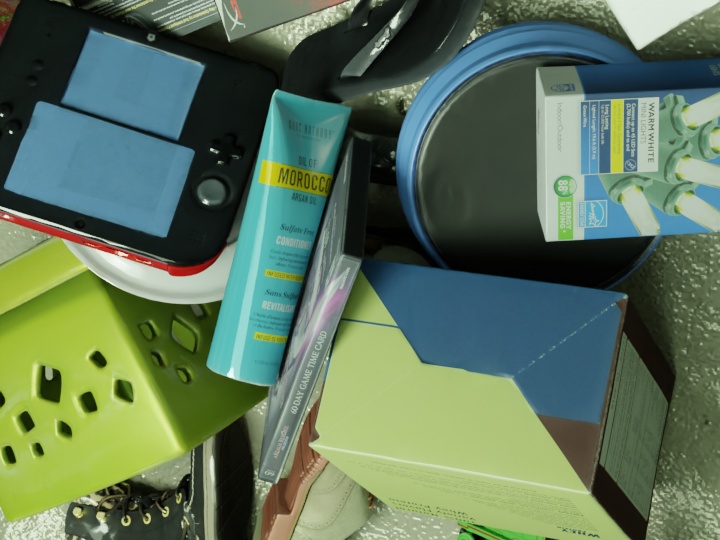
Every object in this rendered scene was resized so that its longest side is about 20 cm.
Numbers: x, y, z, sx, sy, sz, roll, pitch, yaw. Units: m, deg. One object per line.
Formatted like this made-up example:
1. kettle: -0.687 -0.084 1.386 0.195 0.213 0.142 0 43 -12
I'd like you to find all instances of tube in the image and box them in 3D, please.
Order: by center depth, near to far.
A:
1. tube: -0.058 -0.023 1.420 0.050 0.077 0.202 19 97 37

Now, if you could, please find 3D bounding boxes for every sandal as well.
1. sandal: 0.009 -0.159 1.403 0.043 0.077 0.199 30 143 -34

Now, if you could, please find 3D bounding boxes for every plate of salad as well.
1. plate of salad: -0.134 -0.064 1.478 0.199 0.200 0.048 36 152 4

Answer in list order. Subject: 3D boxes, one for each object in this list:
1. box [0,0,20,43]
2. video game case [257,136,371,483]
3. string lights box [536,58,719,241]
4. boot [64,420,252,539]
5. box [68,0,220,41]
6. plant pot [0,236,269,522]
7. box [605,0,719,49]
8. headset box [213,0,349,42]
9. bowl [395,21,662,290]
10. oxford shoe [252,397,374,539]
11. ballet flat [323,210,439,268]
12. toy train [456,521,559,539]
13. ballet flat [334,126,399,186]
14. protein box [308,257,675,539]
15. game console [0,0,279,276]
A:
1. box: -0.316 -0.133 1.511 0.099 0.200 0.096 34 126 6
2. video game case: -0.031 0.028 1.410 0.019 0.143 0.201 16 124 -8
3. string lights box: 0.216 -0.081 1.332 0.198 0.059 0.104 -3 114 0
4. boot: -0.167 0.195 1.681 0.149 0.073 0.202 12 124 19
5. box: -0.137 -0.253 1.463 0.199 0.044 0.161 -18 105 31
6. plant pot: -0.189 0.052 1.551 0.199 0.199 0.183 -25 96 33
7. box: 0.181 -0.263 1.279 0.124 0.097 0.201 -30 99 32
8. headset box: -0.017 -0.258 1.357 0.198 0.077 0.150 -17 105 11
9. bowl: 0.124 -0.067 1.391 0.198 0.039 0.203 -1 113 -1
10. oxford shoe: -0.017 0.158 1.606 0.073 0.071 0.201 20 124 -15
11. ballet flat: 0.000 0.000 1.508 0.198 0.068 0.069 13 121 18
12. toy train: 0.142 0.211 1.516 0.199 0.041 0.057 18 109 49
13. ballet flat: 0.041 -0.089 1.460 0.198 0.066 0.057 6 87 16
14. protein box: 0.097 0.095 1.409 0.197 0.200 0.136 8 74 21
15. game console: -0.172 -0.097 1.436 0.198 0.178 0.031 18 156 -1
